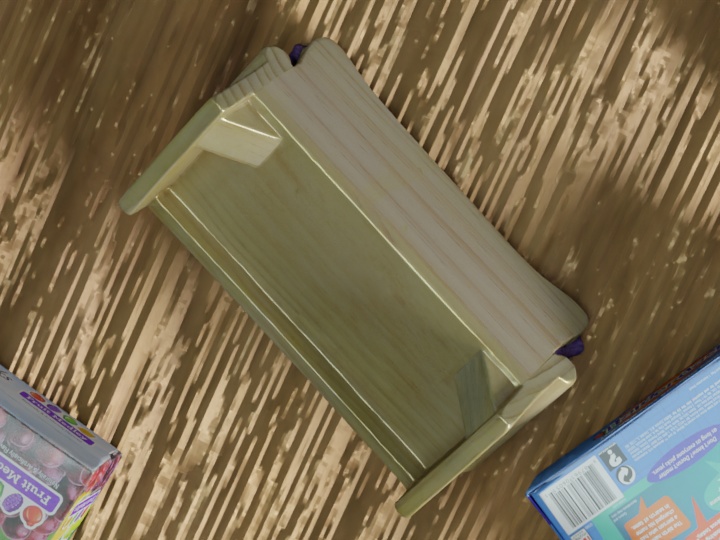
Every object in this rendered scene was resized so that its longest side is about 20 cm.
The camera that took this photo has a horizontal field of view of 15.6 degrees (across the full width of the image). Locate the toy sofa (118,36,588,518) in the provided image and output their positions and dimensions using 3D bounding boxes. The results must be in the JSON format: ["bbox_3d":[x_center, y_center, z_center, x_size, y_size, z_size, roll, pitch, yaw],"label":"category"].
[{"bbox_3d":[0.000,0.000,1.159,0.200,0.098,0.083,47,128,2],"label":"toy sofa"}]

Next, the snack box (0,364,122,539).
[{"bbox_3d":[-0.233,0.088,1.221,0.200,0.053,0.142,35,103,6],"label":"snack box"}]

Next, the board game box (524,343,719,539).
[{"bbox_3d":[0.192,0.131,1.148,0.152,0.045,0.200,-36,89,13],"label":"board game box"}]
